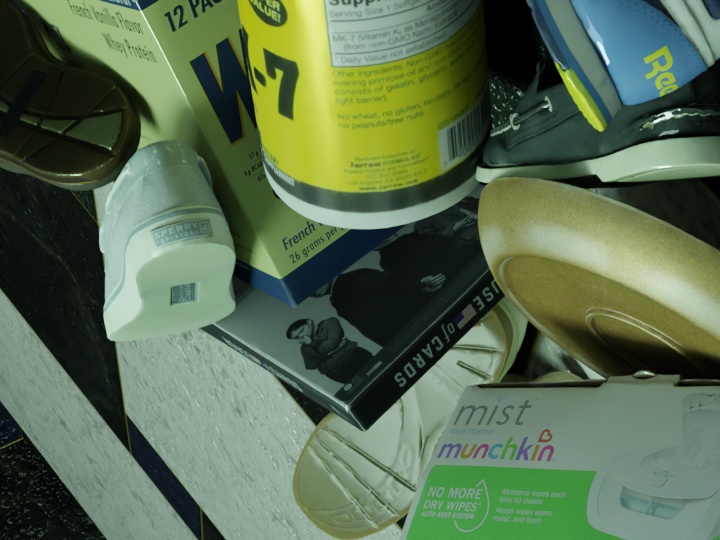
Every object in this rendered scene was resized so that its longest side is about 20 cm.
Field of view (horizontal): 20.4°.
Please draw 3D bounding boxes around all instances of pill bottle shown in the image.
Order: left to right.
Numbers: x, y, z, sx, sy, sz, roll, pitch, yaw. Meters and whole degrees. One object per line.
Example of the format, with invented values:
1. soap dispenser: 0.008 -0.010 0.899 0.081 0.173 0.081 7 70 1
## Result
1. pill bottle: -0.001 -0.130 0.901 0.114 0.114 0.201 37 146 42

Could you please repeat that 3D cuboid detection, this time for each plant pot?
1. plant pot: 0.133 0.027 0.884 0.199 0.028 0.200 31 167 8

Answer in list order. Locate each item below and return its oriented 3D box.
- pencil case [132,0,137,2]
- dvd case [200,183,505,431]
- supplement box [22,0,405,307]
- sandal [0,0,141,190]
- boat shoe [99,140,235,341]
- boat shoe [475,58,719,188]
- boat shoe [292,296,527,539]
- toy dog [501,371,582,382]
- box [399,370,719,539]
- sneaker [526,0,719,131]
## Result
1. pencil case: -0.124 -0.188 0.932 0.200 0.084 0.093 -127 36 -63
2. dvd case: 0.000 0.000 1.091 0.025 0.150 0.200 54 165 -30
3. supplement box: -0.070 -0.119 1.080 0.200 0.134 0.201 24 146 58
4. sandal: -0.173 -0.089 1.091 0.199 0.082 0.055 27 171 44
5. boat shoe: -0.101 -0.015 1.042 0.201 0.069 0.072 121 138 -71
6. boat shoe: 0.103 -0.069 0.848 0.199 0.074 0.067 180 88 -76
7. boat shoe: 0.031 0.077 1.131 0.073 0.063 0.201 40 125 10
8. toy dog: 0.118 0.149 1.145 0.200 0.096 0.132 49 162 17
9. box: 0.150 0.133 0.877 0.199 0.097 0.177 -2 142 43
10. sneaker: 0.085 -0.156 0.738 0.074 0.082 0.202 3 -113 -78
